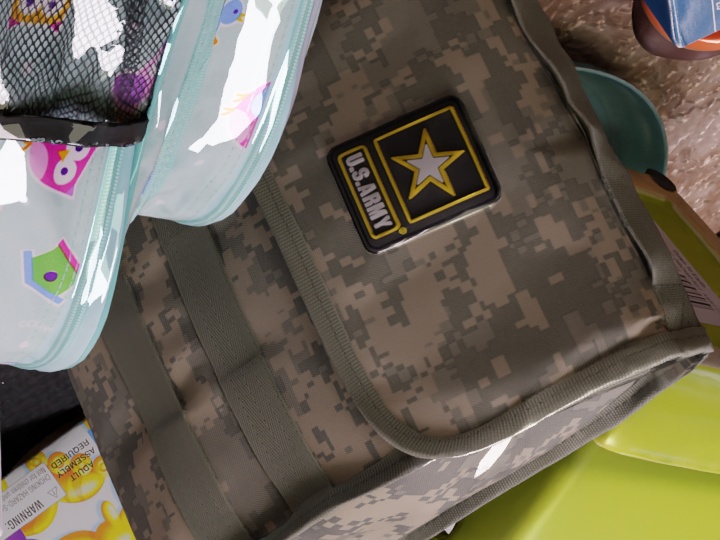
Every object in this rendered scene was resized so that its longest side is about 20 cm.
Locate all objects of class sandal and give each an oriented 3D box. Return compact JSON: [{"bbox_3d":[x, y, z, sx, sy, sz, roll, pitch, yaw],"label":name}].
[{"bbox_3d":[-0.151,0.044,0.846,0.075,0.048,0.200,6,146,-41],"label":"sandal"}]

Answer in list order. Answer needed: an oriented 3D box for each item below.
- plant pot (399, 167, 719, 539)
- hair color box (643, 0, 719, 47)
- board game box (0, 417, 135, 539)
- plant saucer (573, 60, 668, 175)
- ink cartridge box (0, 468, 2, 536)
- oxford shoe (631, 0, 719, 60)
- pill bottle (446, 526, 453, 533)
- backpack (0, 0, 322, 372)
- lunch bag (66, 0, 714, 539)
[{"bbox_3d":[0.067,0.061,0.841,0.198,0.200,0.182,13,121,-44],"label":"plant pot"},{"bbox_3d":[0.172,-0.168,0.737,0.199,0.100,0.061,-26,145,-4],"label":"hair color box"},{"bbox_3d":[-0.081,0.164,0.871,0.103,0.200,0.105,-36,177,-10],"label":"board game box"},{"bbox_3d":[0.035,-0.021,0.901,0.199,0.027,0.201,-19,145,-14],"label":"plant saucer"},{"bbox_3d":[-0.241,0.059,0.718,0.199,0.084,0.146,-20,148,18],"label":"ink cartridge box"},{"bbox_3d":[0.190,-0.144,0.830,0.199,0.071,0.073,-26,175,-8],"label":"oxford shoe"},{"bbox_3d":[-0.037,0.150,0.997,0.199,0.112,0.112,-18,145,-15],"label":"pill bottle"},{"bbox_3d":[-0.106,-0.073,0.579,0.153,0.176,0.201,8,116,-38],"label":"backpack"},{"bbox_3d":[0.000,0.000,0.690,0.200,0.165,0.117,-37,159,32],"label":"lunch bag"}]
